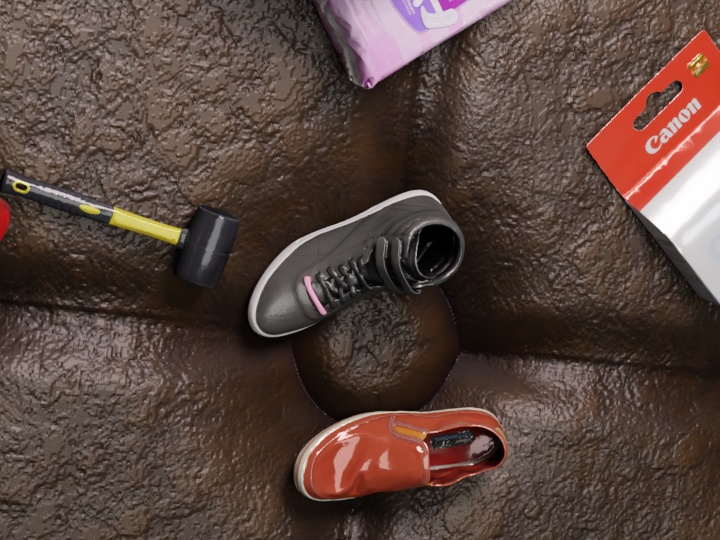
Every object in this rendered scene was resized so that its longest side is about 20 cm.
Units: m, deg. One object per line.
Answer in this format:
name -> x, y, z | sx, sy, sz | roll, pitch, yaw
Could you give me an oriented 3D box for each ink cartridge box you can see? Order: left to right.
ink cartridge box -> 0.322, -0.092, 1.817 | 0.160, 0.047, 0.200 | -44, 114, -8

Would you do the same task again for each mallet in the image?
mallet -> -0.200, -0.033, 1.637 | 0.199, 0.041, 0.066 | 11, 98, -18

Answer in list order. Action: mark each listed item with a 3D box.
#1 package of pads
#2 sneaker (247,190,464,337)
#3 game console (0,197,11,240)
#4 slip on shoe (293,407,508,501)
package of pads -> 0.052, -0.251, 1.668 | 0.200, 0.076, 0.121 | -32, 112, -13
sneaker -> 0.000, 0.000, 1.683 | 0.200, 0.099, 0.071 | -31, 111, -12
game console -> -0.404, -0.006, 1.571 | 0.172, 0.119, 0.200 | 27, 89, 8
slip on shoe -> 0.038, 0.162, 1.750 | 0.199, 0.061, 0.074 | -7, 104, -18
